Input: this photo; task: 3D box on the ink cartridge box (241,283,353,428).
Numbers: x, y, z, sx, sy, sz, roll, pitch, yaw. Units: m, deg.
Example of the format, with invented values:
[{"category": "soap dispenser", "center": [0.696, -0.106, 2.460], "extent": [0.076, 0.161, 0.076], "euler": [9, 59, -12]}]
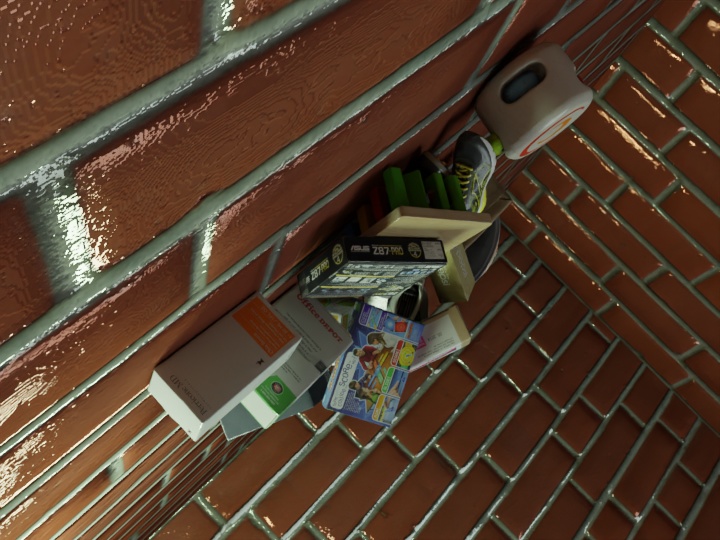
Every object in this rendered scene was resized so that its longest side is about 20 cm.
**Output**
[{"category": "ink cartridge box", "center": [-0.131, 0.141, 1.163], "extent": [0.200, 0.146, 0.084], "euler": [-40, 173, -36]}]

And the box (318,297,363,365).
[{"category": "box", "center": [-0.065, 0.112, 1.387], "extent": [0.200, 0.111, 0.103], "euler": [-19, 119, -75]}]

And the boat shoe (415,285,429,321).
[{"category": "boat shoe", "center": [0.121, 0.103, 1.485], "extent": [0.064, 0.069, 0.202], "euler": [-93, -178, -58]}]

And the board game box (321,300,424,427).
[{"category": "board game box", "center": [0.024, 0.172, 1.259], "extent": [0.034, 0.134, 0.203], "euler": [-163, -87, -74]}]

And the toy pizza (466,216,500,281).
[{"category": "toy pizza", "center": [0.257, -0.049, 1.542], "extent": [0.201, 0.031, 0.202], "euler": [-52, -154, 38]}]

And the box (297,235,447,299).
[{"category": "box", "center": [0.019, -0.001, 1.121], "extent": [0.198, 0.050, 0.161], "euler": [-1, 157, -34]}]

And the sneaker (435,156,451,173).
[{"category": "sneaker", "center": [0.161, -0.172, 1.380], "extent": [0.078, 0.077, 0.200], "euler": [-49, 174, 12]}]

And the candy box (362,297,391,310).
[{"category": "candy box", "center": [0.051, 0.032, 1.441], "extent": [0.137, 0.060, 0.202], "euler": [-59, 154, -53]}]

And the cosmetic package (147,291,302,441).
[{"category": "cosmetic package", "center": [-0.188, 0.130, 0.969], "extent": [0.200, 0.101, 0.071], "euler": [-41, 171, -39]}]

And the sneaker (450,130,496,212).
[{"category": "sneaker", "center": [0.191, -0.154, 1.225], "extent": [0.085, 0.074, 0.202], "euler": [-50, 150, -31]}]

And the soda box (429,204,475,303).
[{"category": "soda box", "center": [0.163, -0.035, 1.341], "extent": [0.063, 0.202, 0.068], "euler": [-6, -148, 30]}]

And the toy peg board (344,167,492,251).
[{"category": "toy peg board", "center": [0.075, -0.086, 1.144], "extent": [0.198, 0.099, 0.199], "euler": [1, 158, -36]}]

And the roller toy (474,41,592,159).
[{"category": "roller toy", "center": [0.300, -0.301, 1.203], "extent": [0.199, 0.141, 0.182], "euler": [-30, 172, -29]}]

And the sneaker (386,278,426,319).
[{"category": "sneaker", "center": [0.104, 0.022, 1.350], "extent": [0.071, 0.072, 0.203], "euler": [-175, -83, -73]}]

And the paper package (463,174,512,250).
[{"category": "paper package", "center": [0.195, -0.121, 1.487], "extent": [0.190, 0.104, 0.199], "euler": [-43, -166, -18]}]

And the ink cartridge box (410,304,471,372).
[{"category": "ink cartridge box", "center": [0.121, 0.151, 1.376], "extent": [0.198, 0.076, 0.165], "euler": [-26, 169, 4]}]

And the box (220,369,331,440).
[{"category": "box", "center": [-0.174, 0.247, 1.411], "extent": [0.198, 0.105, 0.182], "euler": [-23, 176, 13]}]

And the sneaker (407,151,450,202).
[{"category": "sneaker", "center": [0.094, -0.132, 1.220], "extent": [0.106, 0.075, 0.200], "euler": [-43, 173, -12]}]

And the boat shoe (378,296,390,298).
[{"category": "boat shoe", "center": [0.000, 0.000, 1.269], "extent": [0.199, 0.074, 0.066], "euler": [11, 115, -50]}]
